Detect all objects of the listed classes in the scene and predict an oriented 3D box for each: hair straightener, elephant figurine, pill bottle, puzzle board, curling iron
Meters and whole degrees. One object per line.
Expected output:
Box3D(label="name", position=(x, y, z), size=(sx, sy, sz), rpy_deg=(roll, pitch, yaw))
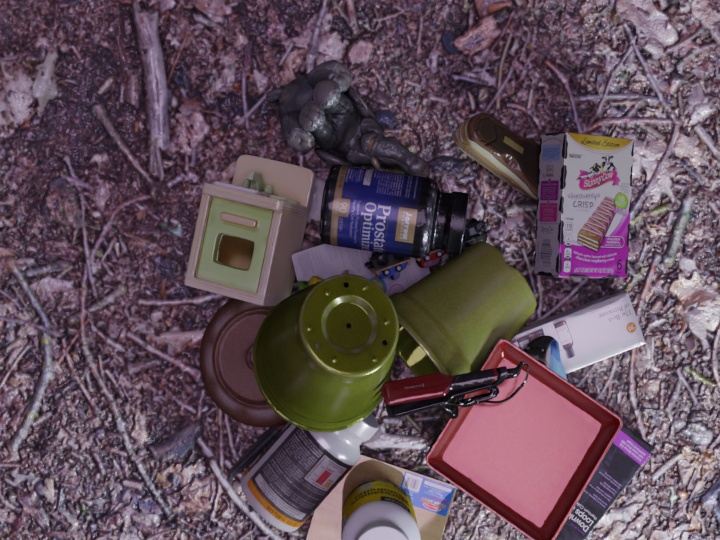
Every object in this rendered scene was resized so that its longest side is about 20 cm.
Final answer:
Box3D(label="hair straightener", position=(0.127, 0.157, 1.322), size=(0.196, 0.078, 0.041), rpy_deg=(-15, 51, -2))
Box3D(label="elephant figurine", position=(-0.017, -0.195, 1.448), size=(0.141, 0.157, 0.199), rpy_deg=(-35, 134, 30))
Box3D(label="pill bottle", position=(0.048, -0.079, 1.403), size=(0.196, 0.112, 0.114), rpy_deg=(8, 92, 5))
Box3D(label="pill bottle", position=(-0.072, 0.267, 1.456), size=(0.116, 0.116, 0.200), rpy_deg=(42, 97, -2))
Box3D(label="puzzle board", position=(0.031, 0.366, 1.519), size=(0.196, 0.017, 0.154), rpy_deg=(18, 91, -2))
Box3D(label="curling iron", position=(-0.128, 0.229, 1.508), size=(0.049, 0.026, 0.201), rpy_deg=(40, 92, 4))
Box3D(label="pill bottle", position=(0.028, 0.369, 1.411), size=(0.110, 0.200, 0.115), rpy_deg=(0, 92, -1))

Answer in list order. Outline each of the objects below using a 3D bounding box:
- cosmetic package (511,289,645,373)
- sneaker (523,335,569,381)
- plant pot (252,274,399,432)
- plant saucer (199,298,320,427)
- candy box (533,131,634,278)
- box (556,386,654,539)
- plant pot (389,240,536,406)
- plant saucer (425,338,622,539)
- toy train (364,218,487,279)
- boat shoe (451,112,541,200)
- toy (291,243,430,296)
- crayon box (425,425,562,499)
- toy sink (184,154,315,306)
Box3D(label="cosmetic package", position=(0.312, 0.103, 1.492), size=(0.197, 0.051, 0.084), rpy_deg=(-22, 93, 1))
Box3D(label="sneaker", position=(0.284, 0.185, 1.453), size=(0.088, 0.078, 0.204), rpy_deg=(-17, 108, -19))
Box3D(label="plant pot", position=(-0.033, 0.096, 1.321), size=(0.196, 0.193, 0.205), rpy_deg=(4, 72, -12))
Box3D(label="plant saucer", position=(-0.144, 0.128, 1.484), size=(0.196, 0.037, 0.205), rpy_deg=(0, 85, 4))
Box3D(label="candy box", position=(0.322, -0.092, 1.453), size=(0.134, 0.061, 0.205), rpy_deg=(0, 92, -30))
Box3D(label="box", position=(0.322, 0.299, 1.507), size=(0.142, 0.036, 0.201), rpy_deg=(37, 94, -1))
Box3D(label="plant pot", position=(0.143, 0.065, 1.434), size=(0.184, 0.200, 0.201), rpy_deg=(-40, 92, -10))
Box3D(label="plant saucer", position=(0.218, 0.230, 1.355), size=(0.198, 0.037, 0.201), rpy_deg=(33, 83, 6))
Box3D(label="toy train", position=(0.098, -0.028, 1.471), size=(0.197, 0.034, 0.047), rpy_deg=(-18, 114, -17))
Box3D(label="boat shoe", position=(0.218, -0.158, 1.475), size=(0.199, 0.076, 0.073), rpy_deg=(36, 64, -21))
Box3D(label="toy", position=(0.000, 0.000, 1.482), size=(0.197, 0.047, 0.117), rpy_deg=(-19, 105, -16))
Box3D(label="crayon box", position=(0.195, 0.292, 1.438), size=(0.198, 0.126, 0.052), rpy_deg=(28, 90, 14))
Box3D(label="toy sink", position=(-0.156, -0.062, 1.435), size=(0.128, 0.112, 0.204), rpy_deg=(14, 92, 17))
